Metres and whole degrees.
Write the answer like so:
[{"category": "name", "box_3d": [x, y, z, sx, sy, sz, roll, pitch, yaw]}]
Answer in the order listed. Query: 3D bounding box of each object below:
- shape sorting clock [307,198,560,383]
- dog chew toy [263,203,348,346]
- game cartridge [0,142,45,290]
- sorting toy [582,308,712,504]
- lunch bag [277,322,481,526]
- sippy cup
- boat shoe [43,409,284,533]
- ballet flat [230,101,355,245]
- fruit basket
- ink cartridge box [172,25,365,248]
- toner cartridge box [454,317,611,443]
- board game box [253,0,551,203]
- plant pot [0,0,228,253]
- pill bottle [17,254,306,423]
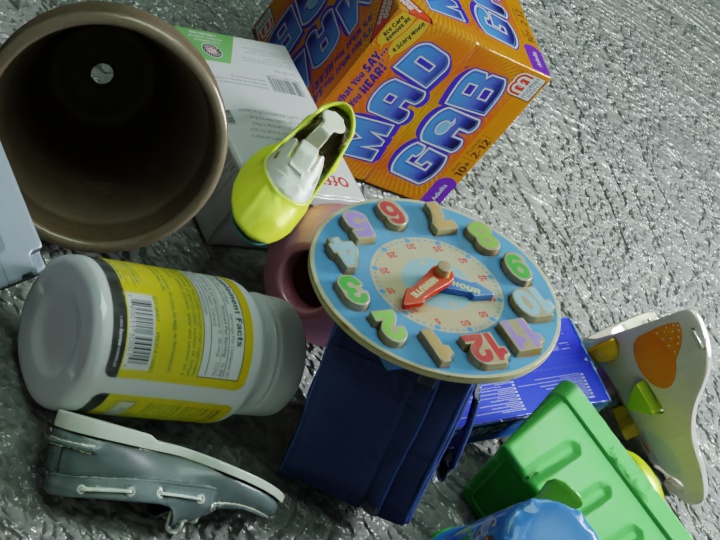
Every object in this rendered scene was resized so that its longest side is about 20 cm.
[{"category": "shape sorting clock", "box_3d": [0.058, 0.010, 1.214, 0.199, 0.039, 0.201, 14, 41, -13]}, {"category": "dog chew toy", "box_3d": [0.000, 0.000, 1.445, 0.125, 0.125, 0.200, 52, 25, 15]}, {"category": "game cartridge", "box_3d": [-0.323, -0.029, 1.126, 0.200, 0.040, 0.134, -25, 99, -46]}, {"category": "sorting toy", "box_3d": [0.292, 0.138, 1.586, 0.200, 0.106, 0.181, 106, -37, -87]}, {"category": "lunch bag", "box_3d": [0.027, 0.104, 1.282, 0.132, 0.201, 0.136, 22, 35, 2]}, {"category": "sippy cup", "box_3d": [0.119, 0.242, 1.243, 0.139, 0.130, 0.179, 10, 56, -26]}, {"category": "boat shoe", "box_3d": [-0.143, 0.156, 1.173, 0.199, 0.073, 0.062, 25, 78, -37]}, {"category": "ballet flat", "box_3d": [-0.052, -0.093, 1.383, 0.067, 0.067, 0.200, 42, 34, -5]}, {"category": "fruit basket", "box_3d": [0.215, 0.205, 1.424, 0.214, 0.156, 0.217, 13, 51, -17]}, {"category": "ink cartridge box", "box_3d": [-0.104, -0.119, 1.495, 0.146, 0.084, 0.201, 4, 50, -44]}, {"category": "toner cartridge box", "box_3d": [0.129, 0.102, 1.486, 0.199, 0.043, 0.095, -5, 61, -35]}, {"category": "board game box", "box_3d": [0.038, -0.226, 1.668, 0.199, 0.200, 0.201, 19, 38, -33]}, {"category": "plant pot", "box_3d": [-0.215, -0.138, 1.330, 0.200, 0.201, 0.175, 29, 16, -21]}, {"category": "pill bottle", "box_3d": [-0.145, 0.056, 1.217, 0.199, 0.114, 0.115, 10, 44, -41]}]
